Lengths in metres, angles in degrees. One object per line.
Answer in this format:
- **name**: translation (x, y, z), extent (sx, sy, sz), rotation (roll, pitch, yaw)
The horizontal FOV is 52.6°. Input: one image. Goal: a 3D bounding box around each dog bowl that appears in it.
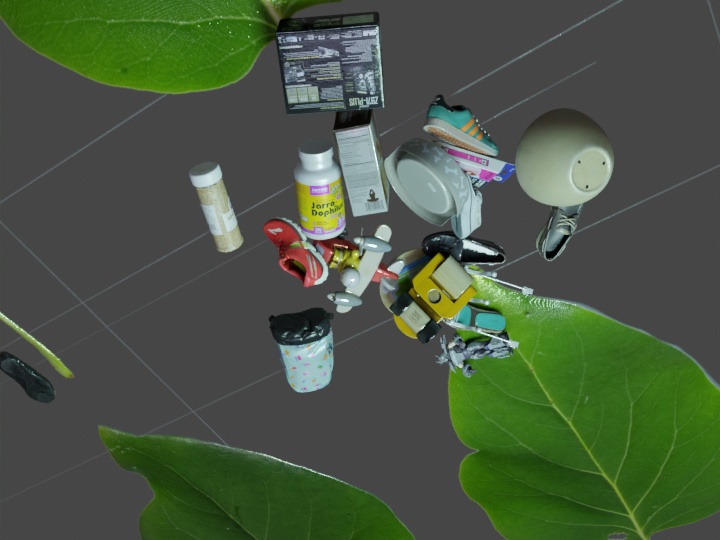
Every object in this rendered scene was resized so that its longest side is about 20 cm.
- **dog bowl**: translation (0.141, -0.186, 1.507), extent (0.059, 0.199, 0.201), rotation (-45, 122, -19)

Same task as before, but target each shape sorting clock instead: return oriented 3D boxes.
- **shape sorting clock**: translation (0.142, 0.032, 1.752), extent (0.197, 0.039, 0.203), rotation (-3, 118, -5)

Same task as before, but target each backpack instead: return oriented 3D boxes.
- **backpack**: translation (-0.140, 0.203, 1.826), extent (0.164, 0.127, 0.202), rotation (-6, 129, 1)

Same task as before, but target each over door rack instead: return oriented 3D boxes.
- **over door rack**: translation (0.312, 0.084, 1.727), extent (0.198, 0.067, 0.150), rotation (19, 82, -12)

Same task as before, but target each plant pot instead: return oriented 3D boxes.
- **plant pot**: translation (0.432, -0.217, 1.476), extent (0.197, 0.135, 0.203), rotation (-5, 110, -13)

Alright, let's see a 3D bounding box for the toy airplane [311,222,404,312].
- **toy airplane**: translation (0.000, 0.000, 1.646), extent (0.197, 0.142, 0.202), rotation (-11, 114, 21)

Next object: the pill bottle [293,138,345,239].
- **pill bottle**: translation (-0.089, -0.175, 1.569), extent (0.103, 0.105, 0.202), rotation (-2, 126, 2)

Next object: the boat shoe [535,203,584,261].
- **boat shoe**: translation (0.457, -0.106, 1.630), extent (0.073, 0.074, 0.202), rotation (9, 125, -6)

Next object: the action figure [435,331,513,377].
- **action figure**: translation (0.284, 0.206, 1.860), extent (0.197, 0.070, 0.131), rotation (-16, 129, 15)

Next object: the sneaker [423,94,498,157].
- **sneaker**: translation (0.217, -0.294, 1.500), extent (0.198, 0.071, 0.081), rotation (20, 82, -36)

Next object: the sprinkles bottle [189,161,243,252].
- **sprinkles bottle**: translation (-0.319, -0.140, 1.620), extent (0.067, 0.069, 0.202), rotation (-8, 125, 7)

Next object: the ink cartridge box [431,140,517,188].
- **ink cartridge box**: translation (0.228, -0.218, 1.549), extent (0.197, 0.038, 0.095), rotation (13, 163, -10)

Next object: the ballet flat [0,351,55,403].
- **ballet flat**: translation (-0.887, 0.284, 1.950), extent (0.066, 0.057, 0.201), rotation (-36, 127, -8)

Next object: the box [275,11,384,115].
- **box**: translation (-0.055, -0.402, 1.418), extent (0.197, 0.087, 0.166), rotation (-4, 125, 4)

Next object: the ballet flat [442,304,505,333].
- **ballet flat**: translation (0.260, 0.118, 1.788), extent (0.198, 0.069, 0.067), rotation (18, 168, -21)

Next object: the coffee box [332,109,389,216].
- **coffee box**: translation (0.005, -0.232, 1.522), extent (0.079, 0.115, 0.202), rotation (-8, 124, 9)

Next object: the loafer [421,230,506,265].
- **loafer**: translation (0.240, -0.047, 1.672), extent (0.197, 0.063, 0.073), rotation (7, 101, -8)

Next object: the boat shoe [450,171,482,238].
- **boat shoe**: translation (0.231, -0.155, 1.592), extent (0.066, 0.074, 0.201), rotation (-30, 149, -13)

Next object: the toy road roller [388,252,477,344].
- **toy road roller**: translation (0.161, 0.065, 1.672), extent (0.123, 0.146, 0.200), rotation (44, 91, 3)

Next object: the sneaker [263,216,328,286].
- **sneaker**: translation (-0.157, -0.043, 1.628), extent (0.200, 0.084, 0.077), rotation (44, 135, 21)
